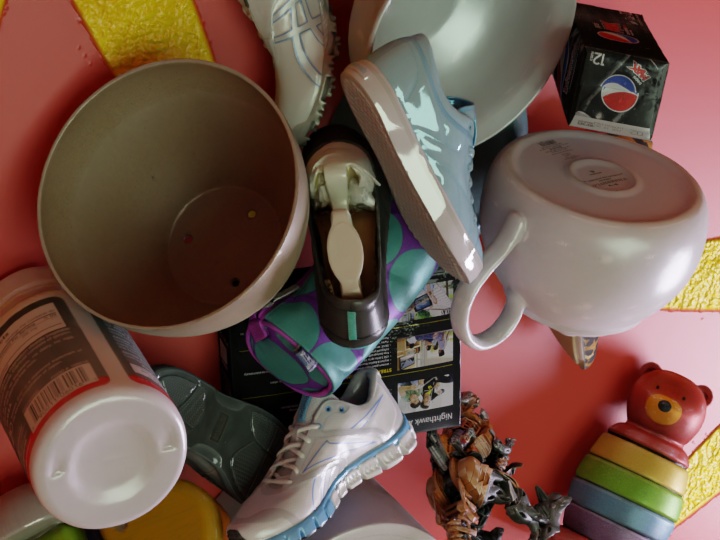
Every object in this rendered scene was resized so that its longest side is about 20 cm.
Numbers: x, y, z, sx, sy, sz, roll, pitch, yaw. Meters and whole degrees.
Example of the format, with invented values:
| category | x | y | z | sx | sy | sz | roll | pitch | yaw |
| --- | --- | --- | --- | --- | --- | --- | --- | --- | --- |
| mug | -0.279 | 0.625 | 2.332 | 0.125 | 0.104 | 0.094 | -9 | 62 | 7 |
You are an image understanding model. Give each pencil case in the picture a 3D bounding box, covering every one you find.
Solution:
| category | x | y | z | sx | sy | sz | roll | pitch | yaw |
| --- | --- | --- | --- | --- | --- | --- | --- | --- | --- |
| pencil case | 0.000 | 0.000 | 1.392 | 0.093 | 0.085 | 0.200 | 49 | 69 | -25 |

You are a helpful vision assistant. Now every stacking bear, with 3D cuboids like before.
| category | x | y | z | sx | sy | sz | roll | pitch | yaw |
| --- | --- | --- | --- | --- | --- | --- | --- | --- | --- |
| stacking bear | 0.259 | 0.188 | 1.683 | 0.201 | 0.121 | 0.114 | -64 | 161 | -3 |

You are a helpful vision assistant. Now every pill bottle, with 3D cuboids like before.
| category | x | y | z | sx | sy | sz | roll | pitch | yaw |
| --- | --- | --- | --- | --- | --- | --- | --- | --- | --- |
| pill bottle | -0.209 | 0.086 | 1.302 | 0.113 | 0.200 | 0.115 | -13 | 122 | -21 |

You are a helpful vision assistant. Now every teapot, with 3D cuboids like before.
| category | x | y | z | sx | sy | sz | roll | pitch | yaw |
| --- | --- | --- | --- | --- | --- | --- | --- | --- | --- |
| teapot | 0.178 | -0.012 | 1.450 | 0.198 | 0.198 | 0.147 | 11 | 119 | 0 |

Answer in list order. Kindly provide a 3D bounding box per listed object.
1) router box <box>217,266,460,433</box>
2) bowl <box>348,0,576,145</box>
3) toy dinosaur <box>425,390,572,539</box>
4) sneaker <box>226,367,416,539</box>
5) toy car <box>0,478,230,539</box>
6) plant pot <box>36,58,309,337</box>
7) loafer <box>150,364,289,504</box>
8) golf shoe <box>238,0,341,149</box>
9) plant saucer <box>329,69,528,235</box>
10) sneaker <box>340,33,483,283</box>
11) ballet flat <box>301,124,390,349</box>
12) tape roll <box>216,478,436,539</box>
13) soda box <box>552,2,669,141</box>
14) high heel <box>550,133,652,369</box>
| category | x | y | z | sx | sy | sz | roll | pitch | yaw |
| --- | --- | --- | --- | --- | --- | --- | --- | --- | --- |
| router box | -0.016 | 0.069 | 1.484 | 0.198 | 0.051 | 0.151 | -8 | 115 | -15 |
| bowl | 0.062 | -0.196 | 1.372 | 0.200 | 0.090 | 0.203 | -22 | 133 | -26 |
| toy dinosaur | 0.094 | 0.195 | 1.544 | 0.136 | 0.102 | 0.201 | 46 | 51 | -25 |
| sneaker | -0.042 | 0.144 | 1.415 | 0.200 | 0.075 | 0.087 | -38 | 115 | -40 |
| toy car | -0.191 | 0.238 | 1.425 | 0.199 | 0.176 | 0.150 | -28 | 167 | 3 |
| plant pot | -0.120 | -0.037 | 1.330 | 0.201 | 0.200 | 0.134 | -49 | 157 | -2 |
| loafer | -0.117 | 0.129 | 1.425 | 0.200 | 0.063 | 0.072 | 42 | 71 | -38 |
| golf shoe | -0.059 | -0.194 | 1.362 | 0.096 | 0.078 | 0.202 | 7 | 104 | -12 |
| plant saucer | 0.063 | -0.093 | 1.486 | 0.198 | 0.036 | 0.202 | -13 | 118 | -25 |
| sneaker | 0.061 | -0.082 | 1.314 | 0.082 | 0.074 | 0.201 | -35 | 125 | -12 |
| ballet flat | -0.008 | -0.040 | 1.326 | 0.067 | 0.202 | 0.069 | -9 | 148 | 0 |
| tape roll | -0.033 | 0.273 | 1.530 | 0.201 | 0.139 | 0.205 | -13 | 118 | -25 |
| soda box | 0.195 | -0.162 | 1.429 | 0.070 | 0.200 | 0.064 | 10 | 108 | -1 |
| high heel | 0.220 | -0.018 | 1.592 | 0.142 | 0.071 | 0.201 | -30 | 122 | -20 |
